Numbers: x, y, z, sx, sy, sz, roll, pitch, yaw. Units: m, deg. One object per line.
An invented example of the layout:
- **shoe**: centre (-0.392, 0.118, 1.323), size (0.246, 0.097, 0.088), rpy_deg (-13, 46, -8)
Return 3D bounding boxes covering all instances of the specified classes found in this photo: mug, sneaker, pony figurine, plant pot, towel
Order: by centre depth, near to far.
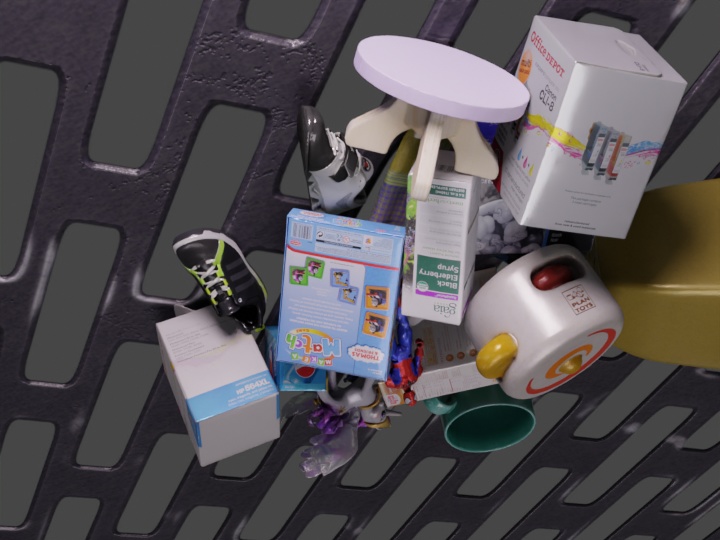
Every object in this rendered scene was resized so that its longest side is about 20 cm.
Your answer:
- **sneaker**: centre (-0.030, -0.138, 1.402), size (0.087, 0.075, 0.201), rpy_deg (-9, 153, 1)
- **towel**: centre (0.088, -0.090, 1.469), size (0.142, 0.023, 0.202), rpy_deg (11, 117, -29)
- **sneaker**: centre (-0.180, 0.018, 1.561), size (0.071, 0.084, 0.200), rpy_deg (-24, 140, 19)
- **plant pot**: centre (0.414, 0.006, 1.589), size (0.196, 0.198, 0.196), rpy_deg (0, 144, 4)
- **pony figurine**: centre (-0.030, 0.208, 1.800), size (0.190, 0.168, 0.202), rpy_deg (-19, 137, -9)
- **mug**: centre (0.193, 0.197, 1.845), size (0.150, 0.116, 0.185), rpy_deg (-19, 141, 15)

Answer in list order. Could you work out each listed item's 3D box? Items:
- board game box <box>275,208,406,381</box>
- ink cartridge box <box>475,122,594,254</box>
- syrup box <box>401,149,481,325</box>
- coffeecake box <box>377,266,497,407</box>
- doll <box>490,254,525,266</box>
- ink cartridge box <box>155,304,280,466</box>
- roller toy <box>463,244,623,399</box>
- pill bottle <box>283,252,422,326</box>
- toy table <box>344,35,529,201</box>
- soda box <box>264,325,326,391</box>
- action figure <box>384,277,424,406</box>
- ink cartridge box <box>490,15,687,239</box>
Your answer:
- **board game box**: centre (-0.026, 0.032, 1.455), size (0.149, 0.037, 0.203), rpy_deg (10, 113, 7)
- **ink cartridge box**: centre (0.217, -0.114, 1.451), size (0.195, 0.044, 0.203), rpy_deg (-2, 123, -11)
- **syrup box**: centre (0.100, -0.040, 1.415), size (0.077, 0.082, 0.203), rpy_deg (10, 121, 13)
- **coffeecake box**: centre (0.117, 0.096, 1.663), size (0.197, 0.155, 0.073), rpy_deg (-12, 142, 6)
- **doll**: centre (0.244, -0.048, 1.589), size (0.134, 0.049, 0.201), rpy_deg (-1, 142, -9)
- **ink cartridge box**: centre (-0.207, 0.147, 1.647), size (0.123, 0.202, 0.129), rpy_deg (-18, 146, -16)
- **roller toy**: centre (0.236, 0.071, 1.468), size (0.182, 0.141, 0.199), rpy_deg (-39, 155, 14)
- **pill bottle**: centre (0.000, 0.000, 1.550), size (0.198, 0.112, 0.111), rpy_deg (18, 136, -31)
- **toy table**: centre (0.079, -0.176, 1.301), size (0.197, 0.185, 0.118), rpy_deg (20, 126, 4)
- **soda box**: centre (-0.094, 0.123, 1.636), size (0.067, 0.065, 0.200), rpy_deg (0, -176, -11)
- **action figure**: centre (0.051, 0.103, 1.538), size (0.065, 0.052, 0.202), rpy_deg (-24, 128, -14)
- **ink cartridge box**: centre (0.251, -0.164, 1.312), size (0.142, 0.146, 0.203), rpy_deg (7, 120, -17)
